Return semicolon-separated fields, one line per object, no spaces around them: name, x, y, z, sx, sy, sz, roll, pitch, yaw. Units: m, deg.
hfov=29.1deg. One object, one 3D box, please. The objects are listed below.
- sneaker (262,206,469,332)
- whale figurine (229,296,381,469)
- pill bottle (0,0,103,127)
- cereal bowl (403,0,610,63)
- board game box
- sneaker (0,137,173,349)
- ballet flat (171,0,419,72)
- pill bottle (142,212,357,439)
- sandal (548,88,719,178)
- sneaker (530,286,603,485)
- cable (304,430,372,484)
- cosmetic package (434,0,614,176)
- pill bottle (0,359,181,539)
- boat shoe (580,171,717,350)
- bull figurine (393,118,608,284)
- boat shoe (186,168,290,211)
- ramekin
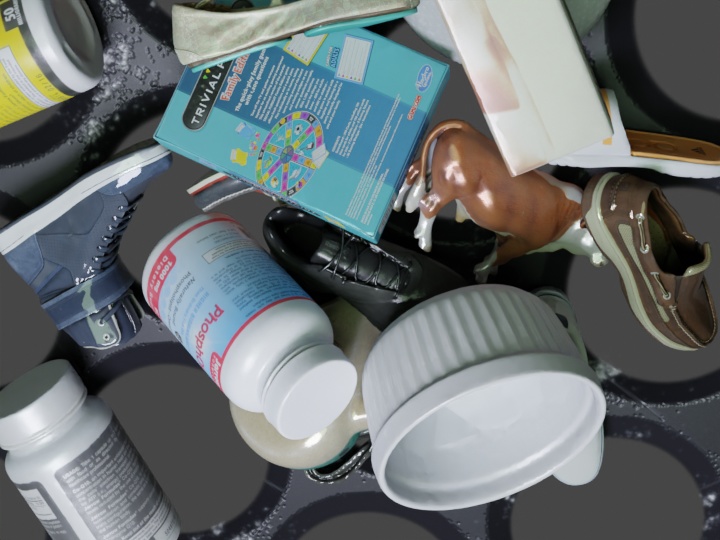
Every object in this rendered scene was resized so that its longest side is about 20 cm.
sneaker;0.000;0.000;1.179;0.198;0.091;0.077;18;79;18
whale figurine;-0.027;0.086;1.260;0.159;0.104;0.201;38;92;24
pill bottle;-0.324;-0.170;1.154;0.198;0.112;0.112;-21;111;14
cereal bowl;0.111;-0.250;1.095;0.197;0.084;0.203;2;115;5
board game box;-0.046;-0.133;1.129;0.198;0.047;0.153;25;87;6
sneaker;-0.214;-0.019;1.224;0.201;0.077;0.147;-29;98;27
ballet flat;-0.053;-0.206;1.075;0.197;0.067;0.063;-14;101;2
pill bottle;-0.093;0.048;1.179;0.108;0.200;0.110;-28;141;-25
sandal;0.213;-0.122;1.153;0.203;0.079;0.060;5;114;-6
sneaker;0.179;0.117;1.262;0.072;0.071;0.202;-13;113;11
cable;0.034;0.154;1.303;0.197;0.050;0.098;-11;110;9
cosmetic package;0.109;-0.186;1.023;0.086;0.104;0.202;-21;110;13
pill bottle;-0.264;0.192;1.312;0.112;0.113;0.202;-23;111;15
boat shoe;0.262;-0.001;1.171;0.074;0.075;0.202;0;143;47
bull figurine;0.121;-0.051;1.187;0.199;0.065;0.122;34;116;-19
boat shoe;-0.053;-0.089;1.191;0.198;0.071;0.063;-22;107;8
ramekin;0.093;0.102;1.148;0.197;0.106;0.201;-13;144;-10
